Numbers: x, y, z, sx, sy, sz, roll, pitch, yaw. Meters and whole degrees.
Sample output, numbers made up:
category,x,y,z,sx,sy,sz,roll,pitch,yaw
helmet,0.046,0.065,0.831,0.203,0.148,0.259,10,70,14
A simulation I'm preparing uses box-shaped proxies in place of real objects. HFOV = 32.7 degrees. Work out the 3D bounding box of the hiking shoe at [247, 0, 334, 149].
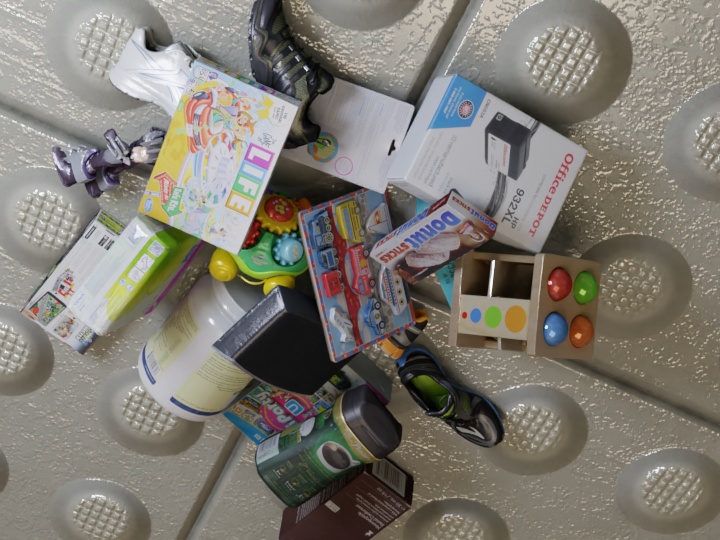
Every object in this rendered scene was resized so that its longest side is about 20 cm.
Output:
category,x,y,z,sx,sy,sz,roll,pitch,yaw
hiking shoe,-0.083,-0.246,1.496,0.100,0.076,0.201,-4,101,0

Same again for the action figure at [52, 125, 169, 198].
category,x,y,z,sx,sy,sz,roll,pitch,yaw
action figure,-0.293,-0.150,1.559,0.199,0.130,0.070,-15,84,29

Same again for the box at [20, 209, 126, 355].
category,x,y,z,sx,sy,sz,roll,pitch,yaw
box,-0.376,0.019,1.715,0.110,0.035,0.200,37,117,-16

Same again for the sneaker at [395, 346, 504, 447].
category,x,y,z,sx,sy,sz,roll,pitch,yaw
sneaker,0.123,0.192,1.744,0.200,0.083,0.071,42,116,-18

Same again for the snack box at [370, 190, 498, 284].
category,x,y,z,sx,sy,sz,roll,pitch,yaw
snack box,0.088,-0.037,1.514,0.072,0.024,0.200,34,151,-13

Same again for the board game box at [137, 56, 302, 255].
category,x,y,z,sx,sy,sz,roll,pitch,yaw
board game box,-0.169,-0.136,1.473,0.134,0.034,0.201,23,109,-2

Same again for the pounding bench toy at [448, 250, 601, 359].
category,x,y,z,sx,sy,sz,roll,pitch,yaw
pounding bench toy,0.239,0.046,1.569,0.156,0.200,0.125,4,88,45

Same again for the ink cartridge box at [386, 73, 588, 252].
category,x,y,z,sx,sy,sz,roll,pitch,yaw
ink cartridge box,0.156,-0.129,1.508,0.199,0.084,0.146,27,87,-16

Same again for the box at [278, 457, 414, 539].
category,x,y,z,sx,sy,sz,roll,pitch,yaw
box,-0.023,0.362,1.866,0.100,0.075,0.200,39,118,-17

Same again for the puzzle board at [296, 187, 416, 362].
category,x,y,z,sx,sy,sz,roll,pitch,yaw
puzzle board,0.000,0.000,1.589,0.017,0.150,0.201,3,111,50

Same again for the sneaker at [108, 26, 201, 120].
category,x,y,z,sx,sy,sz,roll,pitch,yaw
sneaker,-0.216,-0.230,1.515,0.199,0.075,0.087,28,112,7

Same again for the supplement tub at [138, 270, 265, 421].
category,x,y,z,sx,sy,sz,roll,pitch,yaw
supplement tub,-0.196,0.095,1.680,0.145,0.145,0.200,35,117,-15

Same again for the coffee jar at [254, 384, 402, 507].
category,x,y,z,sx,sy,sz,roll,pitch,yaw
coffee jar,-0.043,0.244,1.716,0.200,0.085,0.104,-31,111,21

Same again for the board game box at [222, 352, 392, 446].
category,x,y,z,sx,sy,sz,roll,pitch,yaw
board game box,-0.076,0.184,1.770,0.200,0.064,0.148,-38,110,24

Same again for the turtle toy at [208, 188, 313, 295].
category,x,y,z,sx,sy,sz,roll,pitch,yaw
turtle toy,-0.138,-0.059,1.575,0.199,0.146,0.101,22,136,-7

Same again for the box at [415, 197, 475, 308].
category,x,y,z,sx,sy,sz,roll,pitch,yaw
box,0.129,-0.007,1.627,0.049,0.082,0.201,-18,118,14

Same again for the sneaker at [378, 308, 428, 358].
category,x,y,z,sx,sy,sz,roll,pitch,yaw
sneaker,0.015,0.027,1.669,0.077,0.078,0.200,-37,115,9

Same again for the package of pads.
category,x,y,z,sx,sy,sz,roll,pitch,yaw
package of pads,-0.280,-0.003,1.566,0.068,0.200,0.155,41,102,3

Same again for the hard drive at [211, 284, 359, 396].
category,x,y,z,sx,sy,sz,roll,pitch,yaw
hard drive,-0.087,0.099,1.605,0.135,0.042,0.200,-42,144,12

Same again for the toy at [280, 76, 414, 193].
category,x,y,z,sx,sy,sz,roll,pitch,yaw
toy,-0.042,-0.185,1.549,0.199,0.047,0.116,20,98,4
